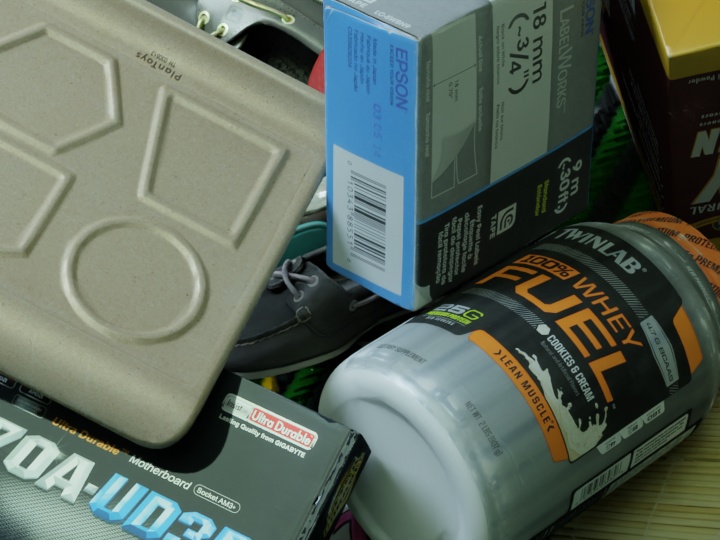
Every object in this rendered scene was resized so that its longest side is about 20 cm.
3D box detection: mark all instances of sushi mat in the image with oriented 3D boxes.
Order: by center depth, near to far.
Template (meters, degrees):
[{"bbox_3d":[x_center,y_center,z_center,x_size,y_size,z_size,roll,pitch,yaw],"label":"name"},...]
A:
[{"bbox_3d":[0.188,0.098,1.056,0.199,0.012,0.096,-1,53,38],"label":"sushi mat"}]

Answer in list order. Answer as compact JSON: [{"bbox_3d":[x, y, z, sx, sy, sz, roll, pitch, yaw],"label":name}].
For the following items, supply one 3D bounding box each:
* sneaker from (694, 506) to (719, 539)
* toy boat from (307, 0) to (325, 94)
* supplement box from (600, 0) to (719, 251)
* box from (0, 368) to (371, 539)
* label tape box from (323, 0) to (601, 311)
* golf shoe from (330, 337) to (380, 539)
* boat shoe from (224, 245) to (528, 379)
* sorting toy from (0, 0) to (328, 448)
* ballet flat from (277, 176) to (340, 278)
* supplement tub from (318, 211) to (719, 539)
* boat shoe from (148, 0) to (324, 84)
[{"bbox_3d":[0.255,0.095,1.061,0.200,0.079,0.074,-26,63,-4],"label":"sneaker"},{"bbox_3d":[0.031,-0.139,1.129,0.131,0.131,0.200,33,84,36],"label":"toy boat"},{"bbox_3d":[0.201,-0.148,1.135,0.132,0.200,0.198,-15,60,1],"label":"supplement box"},{"bbox_3d":[-0.118,0.107,0.969,0.199,0.046,0.159,25,78,15],"label":"box"},{"bbox_3d":[0.071,-0.090,1.036,0.063,0.145,0.200,27,41,35],"label":"label tape box"},{"bbox_3d":[0.006,0.122,1.096,0.092,0.073,0.201,6,53,18],"label":"golf shoe"},{"bbox_3d":[0.000,0.000,1.135,0.199,0.057,0.067,-19,32,-24],"label":"boat shoe"},{"bbox_3d":[-0.125,-0.036,0.976,0.185,0.037,0.200,27,58,-1],"label":"sorting toy"},{"bbox_3d":[-0.014,-0.025,1.193,0.199,0.068,0.062,-29,33,-11],"label":"ballet flat"},{"bbox_3d":[0.088,0.055,1.031,0.200,0.123,0.122,-31,58,-32],"label":"supplement tub"},{"bbox_3d":[-0.060,-0.132,1.207,0.201,0.072,0.060,22,42,6],"label":"boat shoe"}]
